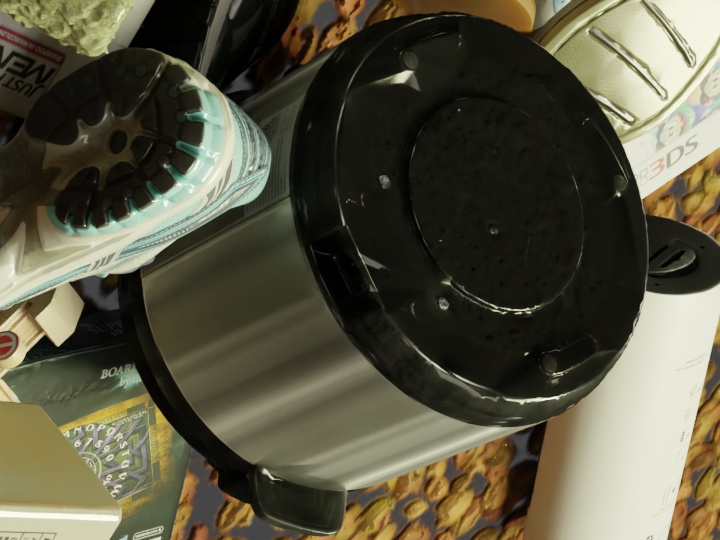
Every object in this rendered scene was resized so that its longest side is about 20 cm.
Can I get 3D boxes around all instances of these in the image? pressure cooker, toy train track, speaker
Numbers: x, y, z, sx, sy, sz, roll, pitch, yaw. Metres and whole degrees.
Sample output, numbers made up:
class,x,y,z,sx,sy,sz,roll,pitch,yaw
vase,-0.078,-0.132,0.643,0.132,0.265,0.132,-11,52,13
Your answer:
class,x,y,z,sx,sy,sz,roll,pitch,yaw
pressure cooker,-0.002,-0.002,1.130,0.176,0.179,0.200,-39,-171,-40
toy train track,-0.182,0.080,1.090,0.200,0.033,0.115,-45,143,-10
speaker,0.142,0.071,1.466,0.081,0.081,0.200,-22,133,-38

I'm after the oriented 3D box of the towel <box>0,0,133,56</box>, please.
class,x,y,z,sx,sy,sz,roll,pitch,yaw
towel,-0.108,-0.187,0.930,0.148,0.036,0.200,23,97,-9

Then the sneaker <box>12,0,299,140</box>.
class,x,y,z,sx,sy,sz,roll,pitch,yaw
sneaker,-0.065,-0.089,1.104,0.088,0.076,0.200,13,108,-59

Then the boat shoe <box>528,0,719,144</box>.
class,x,y,z,sx,sy,sz,roll,pitch,yaw
boat shoe,0.086,-0.081,1.253,0.200,0.068,0.075,-42,119,14

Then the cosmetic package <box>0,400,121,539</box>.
class,x,y,z,sx,sy,sz,roll,pitch,yaw
cosmetic package,-0.196,0.100,0.975,0.200,0.071,0.105,10,120,-47

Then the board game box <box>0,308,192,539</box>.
class,x,y,z,sx,sy,sz,roll,pitch,yaw
board game box,-0.153,0.087,1.180,0.200,0.028,0.136,-12,126,-44

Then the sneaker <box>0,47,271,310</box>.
class,x,y,z,sx,sy,sz,roll,pitch,yaw
sneaker,-0.121,-0.014,1.026,0.200,0.078,0.086,-19,161,25

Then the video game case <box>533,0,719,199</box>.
class,x,y,z,sx,sy,sz,roll,pitch,yaw
video game case,0.136,-0.115,1.356,0.182,0.024,0.200,-33,139,-28

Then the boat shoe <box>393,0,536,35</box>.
class,x,y,z,sx,sy,sz,roll,pitch,yaw
boat shoe,0.039,-0.152,1.156,0.200,0.070,0.070,44,58,-74

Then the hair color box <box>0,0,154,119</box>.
class,x,y,z,sx,sy,sz,roll,pitch,yaw
hair color box,-0.103,-0.158,1.009,0.100,0.060,0.200,22,100,-54
